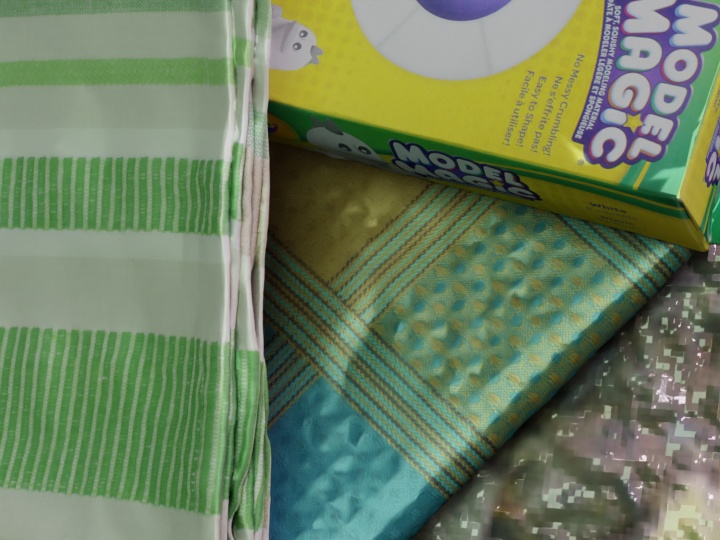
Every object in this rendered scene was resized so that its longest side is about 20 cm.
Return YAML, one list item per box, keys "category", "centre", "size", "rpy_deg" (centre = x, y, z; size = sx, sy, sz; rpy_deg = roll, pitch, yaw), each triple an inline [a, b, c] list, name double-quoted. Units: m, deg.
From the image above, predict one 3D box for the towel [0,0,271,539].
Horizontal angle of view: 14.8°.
- category: "towel"
  centre: [-0.089, -0.007, 0.813]
  size: [0.152, 0.023, 0.200]
  rpy_deg: [0, 90, 35]

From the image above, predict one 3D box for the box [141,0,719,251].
- category: "box"
  centre: [0.047, -0.080, 0.802]
  size: [0.200, 0.048, 0.118]
  rpy_deg: [15, 78, 21]

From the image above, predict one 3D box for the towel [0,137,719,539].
- category: "towel"
  centre: [0.000, 0.000, 0.826]
  size: [0.200, 0.022, 0.147]
  rpy_deg: [-44, 64, 0]
